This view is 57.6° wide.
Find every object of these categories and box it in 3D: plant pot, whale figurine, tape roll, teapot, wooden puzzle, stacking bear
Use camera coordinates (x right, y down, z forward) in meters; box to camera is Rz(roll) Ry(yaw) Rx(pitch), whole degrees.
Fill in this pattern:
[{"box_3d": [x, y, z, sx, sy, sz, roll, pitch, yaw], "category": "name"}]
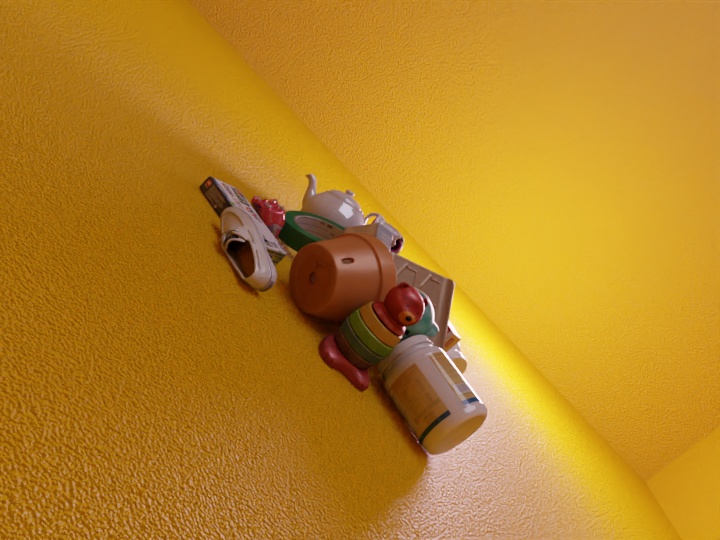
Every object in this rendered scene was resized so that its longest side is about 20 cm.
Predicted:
[{"box_3d": [-0.048, 0.019, 1.308, 0.140, 0.200, 0.200, 5, 41, -47], "category": "plant pot"}, {"box_3d": [0.086, 0.133, 1.366, 0.159, 0.200, 0.104, 3, 27, -5], "category": "whale figurine"}, {"box_3d": [-0.098, -0.078, 1.565, 0.200, 0.048, 0.200, 22, 19, -8], "category": "tape roll"}, {"box_3d": [-0.058, -0.148, 1.764, 0.200, 0.146, 0.197, 32, 1, -42], "category": "teapot"}, {"box_3d": [0.112, 0.075, 1.491, 0.200, 0.186, 0.046, 22, -23, -24], "category": "wooden puzzle"}, {"box_3d": [0.035, 0.106, 1.222, 0.121, 0.200, 0.114, 42, 16, -21], "category": "stacking bear"}]

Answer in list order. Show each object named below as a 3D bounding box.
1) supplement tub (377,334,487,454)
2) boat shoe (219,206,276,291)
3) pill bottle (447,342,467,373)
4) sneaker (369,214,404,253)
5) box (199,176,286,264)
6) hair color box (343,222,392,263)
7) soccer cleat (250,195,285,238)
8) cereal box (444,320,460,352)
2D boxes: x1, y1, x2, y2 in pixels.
[{"box_3d": [0.137, 0.241, 1.286, 0.200, 0.145, 0.145, 54, 14, 30], "category": "supplement tub"}, {"box_3d": [-0.219, -0.049, 1.191, 0.070, 0.071, 0.200, 34, 24, -55], "category": "boat shoe"}, {"box_3d": [0.190, 0.190, 1.703, 0.116, 0.116, 0.200, 36, 17, -42], "category": "pill bottle"}, {"box_3d": [0.064, -0.065, 1.668, 0.088, 0.081, 0.200, 36, -7, 13], "category": "sneaker"}, {"box_3d": [-0.242, -0.103, 1.353, 0.200, 0.035, 0.110, 52, 13, 22], "category": "box"}, {"box_3d": [0.000, 0.000, 1.445, 0.061, 0.099, 0.200, 35, 59, -45], "category": "hair color box"}, {"box_3d": [-0.213, -0.123, 1.482, 0.067, 0.077, 0.200, 9, 10, -21], "category": "soccer cleat"}, {"box_3d": [0.149, 0.147, 1.633, 0.040, 0.144, 0.200, 38, 14, -37], "category": "cereal box"}]
